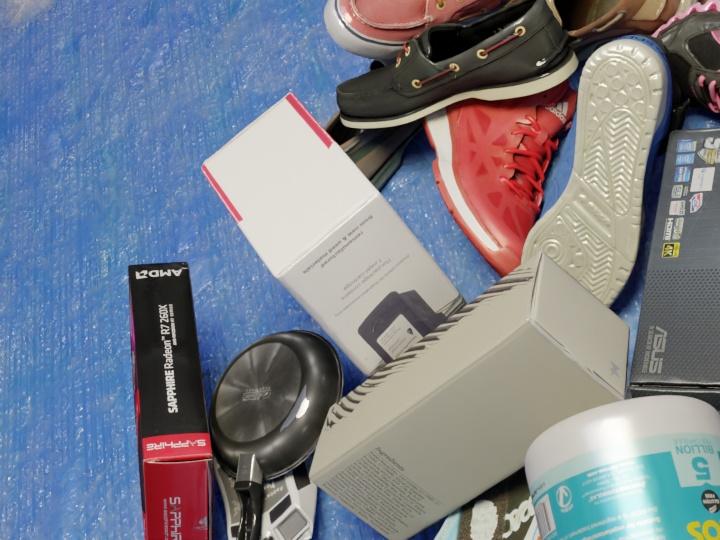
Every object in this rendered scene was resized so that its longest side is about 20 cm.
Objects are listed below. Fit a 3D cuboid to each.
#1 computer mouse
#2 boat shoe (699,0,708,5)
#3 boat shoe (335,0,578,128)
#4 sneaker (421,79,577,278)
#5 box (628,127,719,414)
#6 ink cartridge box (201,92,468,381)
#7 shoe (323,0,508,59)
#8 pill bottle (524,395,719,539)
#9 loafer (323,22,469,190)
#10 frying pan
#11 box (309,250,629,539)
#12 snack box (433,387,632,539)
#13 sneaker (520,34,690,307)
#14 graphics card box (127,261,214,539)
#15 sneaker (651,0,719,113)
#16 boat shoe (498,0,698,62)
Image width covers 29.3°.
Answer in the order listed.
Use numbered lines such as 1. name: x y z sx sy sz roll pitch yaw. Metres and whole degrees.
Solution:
1. computer mouse: -0.055 0.167 0.946 0.109 0.044 0.201 -31 48 21
2. boat shoe: 0.234 -0.238 1.031 0.065 0.072 0.200 -48 46 28
3. boat shoe: 0.061 -0.154 1.019 0.201 0.063 0.074 -10 32 37
4. sneaker: 0.115 -0.086 0.991 0.115 0.078 0.200 -32 44 15
5. box: 0.250 0.001 0.805 0.157 0.051 0.201 0 53 25
6. ink cartridge box: 0.000 0.000 0.919 0.084 0.200 0.145 -39 41 1
7. shoe: 0.065 -0.227 1.068 0.091 0.200 0.072 -38 78 49
8. pill bottle: 0.157 0.174 0.703 0.110 0.111 0.201 -22 62 23
9. loafer: 0.025 -0.141 1.116 0.072 0.063 0.200 19 70 46
10. frying pan: -0.080 0.122 0.946 0.115 0.031 0.191 16 72 44
11. box: 0.063 0.081 0.827 0.200 0.082 0.069 -38 21 34
12. snack box: 0.110 0.157 0.825 0.116 0.037 0.200 16 67 44
13. sneaker: 0.165 -0.060 0.920 0.076 0.201 0.111 16 20 17
14. graphics card box: -0.138 0.103 0.993 0.051 0.126 0.200 -3 42 -9
15. sneaker: 0.264 -0.122 0.897 0.199 0.079 0.096 2 53 41
16. boat shoe: 0.159 -0.199 1.017 0.200 0.072 0.076 -3 81 58
